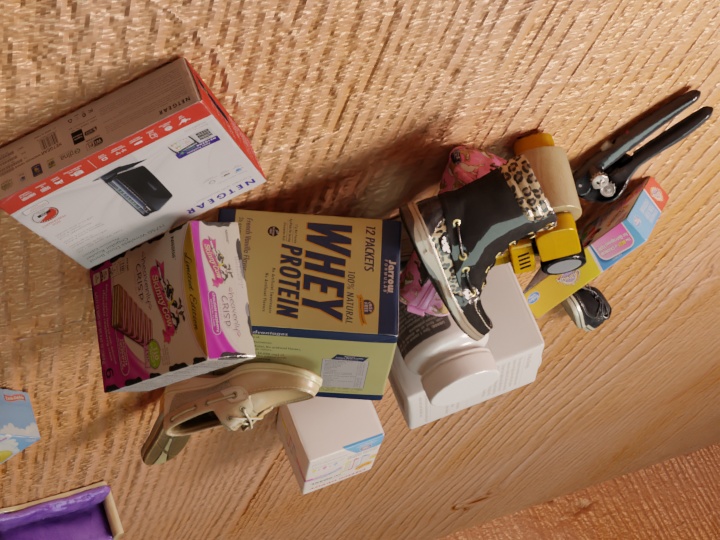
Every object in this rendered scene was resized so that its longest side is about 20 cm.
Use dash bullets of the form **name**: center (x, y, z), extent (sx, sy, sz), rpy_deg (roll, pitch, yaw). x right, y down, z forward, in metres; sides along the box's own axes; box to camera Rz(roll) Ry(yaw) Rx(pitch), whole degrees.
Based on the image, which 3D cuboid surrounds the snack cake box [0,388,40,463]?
- **snack cake box**: center (-0.488, 0.187, 1.421), extent (0.115, 0.067, 0.200), rpy_deg (-31, 157, 20)

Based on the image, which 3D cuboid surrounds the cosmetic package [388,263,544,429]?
- **cosmetic package**: center (0.127, 0.092, 1.679), extent (0.199, 0.167, 0.167), rpy_deg (-20, 158, -6)

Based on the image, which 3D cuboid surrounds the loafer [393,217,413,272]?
- **loafer**: center (0.000, 0.000, 1.473), extent (0.199, 0.070, 0.070), rpy_deg (-25, 158, 5)

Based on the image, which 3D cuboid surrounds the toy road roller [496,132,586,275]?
- **toy road roller**: center (0.186, -0.063, 1.457), extent (0.145, 0.123, 0.200), rpy_deg (-14, 159, 6)

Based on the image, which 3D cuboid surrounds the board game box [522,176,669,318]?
- **board game box**: center (0.320, -0.032, 1.663), extent (0.200, 0.040, 0.153), rpy_deg (-40, -177, 36)

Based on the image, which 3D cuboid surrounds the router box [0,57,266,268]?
- **router box**: center (-0.206, -0.091, 1.098), extent (0.199, 0.049, 0.180), rpy_deg (-26, 158, 6)

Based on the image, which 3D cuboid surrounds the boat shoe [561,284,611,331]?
- **boat shoe**: center (0.363, 0.055, 1.955), extent (0.062, 0.075, 0.200), rpy_deg (-34, 161, 13)

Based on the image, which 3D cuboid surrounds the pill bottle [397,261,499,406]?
- **pill bottle**: center (0.092, 0.061, 1.527), extent (0.113, 0.201, 0.113), rpy_deg (-19, 158, -8)

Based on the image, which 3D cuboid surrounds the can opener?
- **can opener**: center (0.341, -0.154, 1.498), extent (0.063, 0.079, 0.200), rpy_deg (37, 121, -20)

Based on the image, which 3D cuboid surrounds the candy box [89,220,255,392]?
- **candy box**: center (-0.193, 0.040, 1.219), extent (0.061, 0.137, 0.200), rpy_deg (0, 166, -42)

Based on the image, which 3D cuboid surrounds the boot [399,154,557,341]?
- **boot**: center (0.143, -0.024, 1.314), extent (0.150, 0.073, 0.200), rpy_deg (-29, 124, 4)

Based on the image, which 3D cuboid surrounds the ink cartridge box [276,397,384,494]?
- **ink cartridge box**: center (-0.051, 0.258, 1.930), extent (0.128, 0.126, 0.200), rpy_deg (-18, 156, -14)

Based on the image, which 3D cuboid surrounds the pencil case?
- **pencil case**: center (0.105, -0.042, 1.386), extent (0.086, 0.083, 0.201), rpy_deg (-6, 130, -40)

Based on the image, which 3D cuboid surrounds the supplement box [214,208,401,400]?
- **supplement box**: center (-0.061, 0.043, 1.340), extent (0.199, 0.135, 0.200), rpy_deg (4, 154, -3)

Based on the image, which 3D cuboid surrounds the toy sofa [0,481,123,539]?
- **toy sofa**: center (-0.477, 0.404, 1.897), extent (0.199, 0.083, 0.098), rpy_deg (-12, 156, -26)

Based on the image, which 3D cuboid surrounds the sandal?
- **sandal**: center (-0.241, 0.180, 1.653), extent (0.080, 0.054, 0.200), rpy_deg (16, 118, -51)

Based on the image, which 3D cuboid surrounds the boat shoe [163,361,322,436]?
- **boat shoe**: center (-0.131, 0.145, 1.329), extent (0.199, 0.065, 0.072), rpy_deg (-10, 151, 26)
